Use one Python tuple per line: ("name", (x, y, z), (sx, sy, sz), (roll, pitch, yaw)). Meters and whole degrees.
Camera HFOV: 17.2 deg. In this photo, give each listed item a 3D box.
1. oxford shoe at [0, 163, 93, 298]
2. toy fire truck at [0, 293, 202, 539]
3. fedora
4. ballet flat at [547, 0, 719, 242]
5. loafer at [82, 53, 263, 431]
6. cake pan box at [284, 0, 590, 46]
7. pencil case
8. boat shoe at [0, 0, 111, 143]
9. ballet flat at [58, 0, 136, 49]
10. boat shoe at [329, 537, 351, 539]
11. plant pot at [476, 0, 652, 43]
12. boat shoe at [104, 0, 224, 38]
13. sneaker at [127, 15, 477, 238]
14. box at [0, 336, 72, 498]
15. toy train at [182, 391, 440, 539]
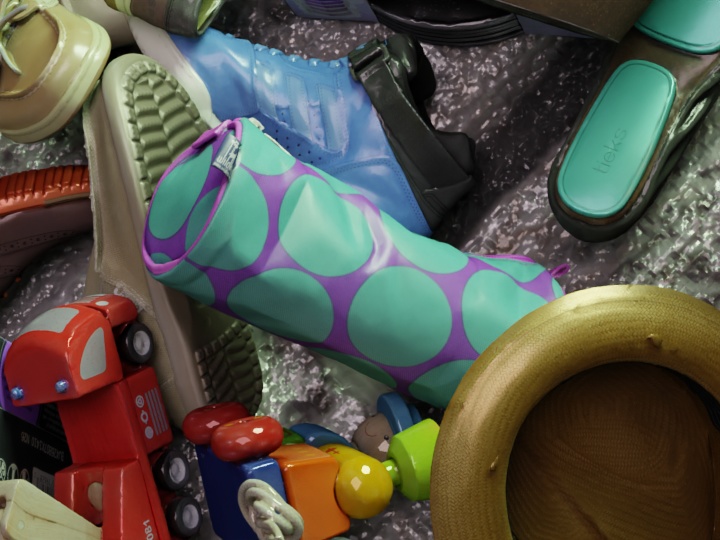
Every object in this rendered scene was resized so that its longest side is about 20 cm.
("oxford shoe", (-0.205, -0.004, 1.264), (0.199, 0.071, 0.073), (-18, 102, 3))
("toy fire truck", (-0.139, 0.122, 1.136), (0.049, 0.141, 0.201), (-10, 99, 34))
("fedora", (0.114, 0.098, 1.115), (0.200, 0.082, 0.201), (-3, 102, -15))
("ballet flat", (0.154, -0.102, 1.191), (0.068, 0.068, 0.200), (31, 84, 19))
("loafer", (-0.108, -0.008, 1.197), (0.068, 0.076, 0.201), (-7, 100, 31))
("cake pan box", (0.059, -0.220, 1.257), (0.184, 0.052, 0.201), (4, 76, 17))
("pencil case", (0.000, 0.000, 1.143), (0.200, 0.085, 0.093), (27, 72, -19))
("boat shoe", (-0.194, -0.116, 1.228), (0.200, 0.063, 0.073), (18, 76, 56))
("ballet flat", (-0.176, -0.200, 1.304), (0.069, 0.069, 0.200), (-32, 70, 3))
("boat shoe", (-0.073, 0.203, 1.165), (0.200, 0.062, 0.072), (-39, 70, 0))
("plant pot", (0.111, -0.218, 1.138), (0.187, 0.187, 0.201), (19, 95, 18))
("boat shoe", (-0.053, -0.202, 1.220), (0.066, 0.072, 0.201), (33, 76, 11))
("sneaker", (-0.023, -0.095, 1.226), (0.111, 0.077, 0.200), (-44, 74, 5))
("box", (-0.258, 0.097, 1.207), (0.199, 0.122, 0.106), (-1, 75, 14))
("toy train", (-0.006, 0.101, 1.103), (0.115, 0.200, 0.085), (-14, 96, -14))
